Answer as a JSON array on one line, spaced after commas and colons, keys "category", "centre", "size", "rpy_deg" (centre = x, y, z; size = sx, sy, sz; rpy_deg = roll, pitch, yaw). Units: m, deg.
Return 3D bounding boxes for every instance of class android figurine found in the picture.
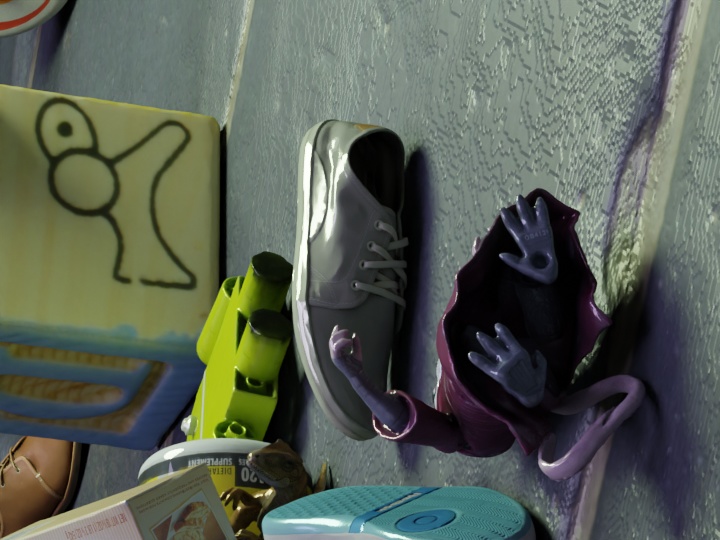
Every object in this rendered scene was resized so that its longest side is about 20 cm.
[{"category": "android figurine", "centre": [-0.089, 0.089, 1.914], "size": [0.182, 0.041, 0.200], "rpy_deg": [-90, 19, -50]}]

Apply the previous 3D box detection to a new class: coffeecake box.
[{"category": "coffeecake box", "centre": [-0.122, 0.230, 1.628], "size": [0.153, 0.073, 0.201], "rpy_deg": [-22, 91, 41]}]

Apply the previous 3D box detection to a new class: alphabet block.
[{"category": "alphabet block", "centre": [-0.218, 0.000, 2.133], "size": [0.196, 0.195, 0.201], "rpy_deg": [131, 143, -57]}]

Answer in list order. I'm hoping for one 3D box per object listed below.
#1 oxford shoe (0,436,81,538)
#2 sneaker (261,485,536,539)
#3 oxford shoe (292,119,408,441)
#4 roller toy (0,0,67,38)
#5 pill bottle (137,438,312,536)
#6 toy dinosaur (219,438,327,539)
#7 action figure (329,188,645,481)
[{"category": "oxford shoe", "centre": [-0.284, 0.173, 2.462], "size": [0.071, 0.071, 0.201], "rpy_deg": [-109, 33, -58]}, {"category": "sneaker", "centre": [0.033, 0.184, 1.494], "size": [0.200, 0.079, 0.131], "rpy_deg": [-1, 104, 56]}, {"category": "oxford shoe", "centre": [0.000, 0.000, 1.671], "size": [0.058, 0.075, 0.201], "rpy_deg": [-15, 66, 32]}, {"category": "roller toy", "centre": [-0.357, -0.318, 2.713], "size": [0.183, 0.199, 0.140], "rpy_deg": [64, -166, -49]}, {"category": "pill bottle", "centre": [-0.084, 0.213, 1.755], "size": [0.112, 0.112, 0.201], "rpy_deg": [130, 143, -59]}, {"category": "toy dinosaur", "centre": [-0.047, 0.152, 1.673], "size": [0.106, 0.060, 0.200], "rpy_deg": [-42, -11, -7]}, {"category": "action figure", "centre": [0.076, 0.047, 1.412], "size": [0.149, 0.134, 0.200], "rpy_deg": [45, 157, 13]}]
